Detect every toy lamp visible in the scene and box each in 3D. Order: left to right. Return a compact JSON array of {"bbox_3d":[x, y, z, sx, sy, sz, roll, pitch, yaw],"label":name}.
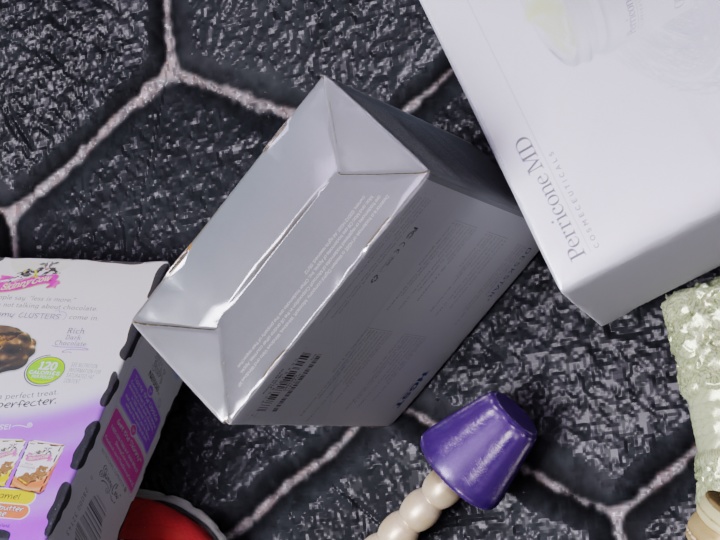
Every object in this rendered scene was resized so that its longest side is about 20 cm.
[{"bbox_3d":[0.017,0.146,0.926,0.200,0.058,0.058,-45,70,14],"label":"toy lamp"}]

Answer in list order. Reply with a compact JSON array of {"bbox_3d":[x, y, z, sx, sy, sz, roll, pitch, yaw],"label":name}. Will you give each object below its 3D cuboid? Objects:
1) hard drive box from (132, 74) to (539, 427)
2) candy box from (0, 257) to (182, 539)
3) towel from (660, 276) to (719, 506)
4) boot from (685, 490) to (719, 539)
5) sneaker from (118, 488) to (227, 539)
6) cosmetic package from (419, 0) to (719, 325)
[{"bbox_3d":[0.000,0.000,0.868,0.077,0.200,0.156,44,102,22],"label":"hard drive box"},{"bbox_3d":[-0.204,0.086,0.959,0.167,0.072,0.201,2,48,20],"label":"candy box"},{"bbox_3d":[0.255,0.055,0.839,0.199,0.036,0.149,-13,79,22],"label":"towel"},{"bbox_3d":[0.200,0.220,0.815,0.200,0.073,0.156,42,105,1],"label":"boot"},{"bbox_3d":[-0.167,0.157,0.990,0.199,0.085,0.077,19,94,25],"label":"sneaker"},{"bbox_3d":[0.154,-0.110,0.841,0.199,0.123,0.200,-29,73,13],"label":"cosmetic package"}]
